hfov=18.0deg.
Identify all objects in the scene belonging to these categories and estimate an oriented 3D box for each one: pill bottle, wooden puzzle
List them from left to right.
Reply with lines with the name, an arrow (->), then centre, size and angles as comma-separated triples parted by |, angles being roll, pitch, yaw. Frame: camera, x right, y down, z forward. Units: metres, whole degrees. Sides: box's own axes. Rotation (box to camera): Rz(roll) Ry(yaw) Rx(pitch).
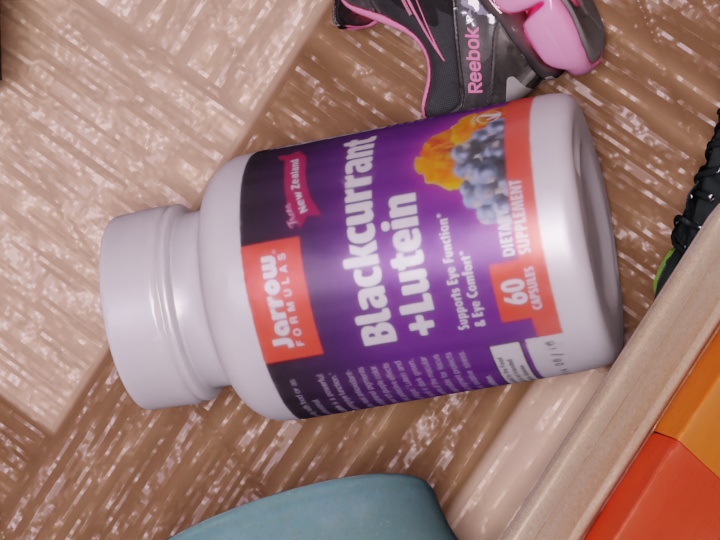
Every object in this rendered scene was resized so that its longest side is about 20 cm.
pill bottle -> 0.000, 0.000, 0.926 | 0.198, 0.111, 0.112 | -11, 87, 13
wooden puzzle -> 0.149, 0.098, 0.857 | 0.185, 0.037, 0.201 | 40, 84, -30

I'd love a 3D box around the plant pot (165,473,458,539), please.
plant pot -> -0.005, 0.189, 0.895 | 0.199, 0.200, 0.189 | -22, 70, 12

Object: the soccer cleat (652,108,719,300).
soccer cleat -> 0.154, -0.019, 0.914 | 0.080, 0.067, 0.202 | -6, 91, 12

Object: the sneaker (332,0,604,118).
sneaker -> 0.013, -0.146, 0.950 | 0.095, 0.079, 0.201 | -36, 81, 22
